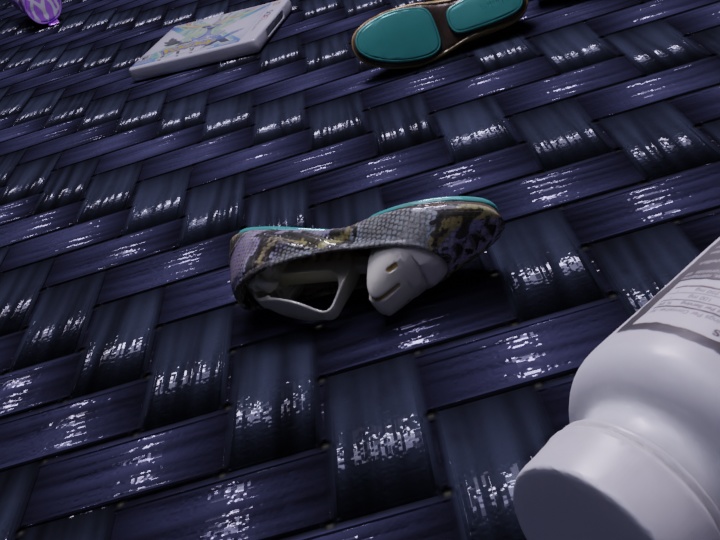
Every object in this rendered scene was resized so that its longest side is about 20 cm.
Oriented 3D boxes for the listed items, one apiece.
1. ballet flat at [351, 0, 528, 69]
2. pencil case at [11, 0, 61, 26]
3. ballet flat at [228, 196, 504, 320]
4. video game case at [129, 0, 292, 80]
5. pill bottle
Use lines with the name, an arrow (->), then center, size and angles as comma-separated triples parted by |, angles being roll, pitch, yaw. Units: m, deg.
ballet flat -> 0.088, -0.264, 1.042 | 0.198, 0.069, 0.063 | -15, 1, 2
pencil case -> -0.674, -0.559, 1.957 | 0.083, 0.086, 0.200 | -23, 28, -17
ballet flat -> 0.000, 0.000, 0.636 | 0.199, 0.072, 0.072 | -7, 31, 22
video game case -> -0.213, -0.336, 1.366 | 0.198, 0.022, 0.183 | -9, 30, 19
pill bottle -> 0.157, 0.053, 0.388 | 0.200, 0.111, 0.110 | -35, 33, -27
